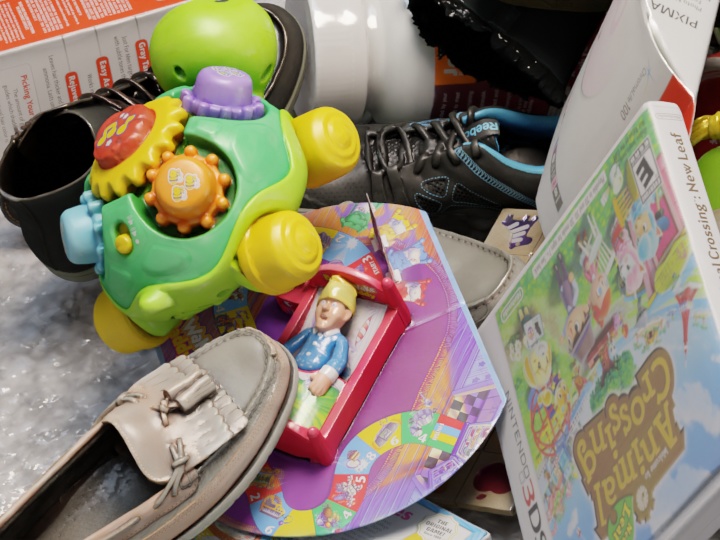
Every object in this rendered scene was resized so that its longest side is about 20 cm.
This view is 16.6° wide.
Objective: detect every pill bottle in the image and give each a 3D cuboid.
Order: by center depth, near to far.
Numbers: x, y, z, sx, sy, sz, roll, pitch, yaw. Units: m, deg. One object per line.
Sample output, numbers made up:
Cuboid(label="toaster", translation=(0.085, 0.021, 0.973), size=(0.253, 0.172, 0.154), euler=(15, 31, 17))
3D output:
Cuboid(label="pill bottle", translation=(0.061, -0.135, 1.454), size=(0.200, 0.110, 0.110), euler=(-5, 37, -13))

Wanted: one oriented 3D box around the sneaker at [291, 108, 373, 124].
Cuboid(label="sneaker", translation=(-0.003, -0.152, 1.530), size=(0.077, 0.089, 0.200), euler=(25, 49, 35))

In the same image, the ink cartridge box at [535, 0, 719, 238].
Cuboid(label="ink cartridge box", translation=(0.126, -0.061, 1.231), size=(0.057, 0.163, 0.200), euler=(24, 47, 1))

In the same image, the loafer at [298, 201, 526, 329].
Cuboid(label="loafer", translation=(0.000, 0.000, 1.320), size=(0.200, 0.070, 0.070), euler=(2, 48, 35))

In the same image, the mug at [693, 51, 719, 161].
Cuboid(label="mug", translation=(0.260, -0.065, 1.326), size=(0.200, 0.178, 0.134), euler=(-15, 66, -33))

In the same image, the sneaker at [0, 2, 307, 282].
Cuboid(label="sneaker", translation=(-0.109, -0.084, 1.357), size=(0.075, 0.106, 0.200), euler=(40, 80, 20))

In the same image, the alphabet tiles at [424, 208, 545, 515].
Cuboid(label="alphabet tiles", translation=(0.077, 0.043, 1.287), size=(0.166, 0.006, 0.200), euler=(5, 50, 35))

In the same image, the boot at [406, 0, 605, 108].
Cuboid(label="boot", translation=(0.136, -0.160, 1.381), size=(0.198, 0.073, 0.163), euler=(34, 69, 3))

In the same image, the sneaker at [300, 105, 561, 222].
Cuboid(label="sneaker", translation=(0.043, -0.065, 1.383), size=(0.199, 0.082, 0.073), euler=(-2, 60, -7))

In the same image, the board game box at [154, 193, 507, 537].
Cuboid(label="board game box", translation=(-0.024, 0.037, 1.231), size=(0.158, 0.039, 0.200), euler=(-23, 50, 2))

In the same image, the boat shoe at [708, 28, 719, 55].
Cuboid(label="boat shoe", translation=(0.232, -0.153, 1.504), size=(0.060, 0.072, 0.202), euler=(-21, 34, -13))

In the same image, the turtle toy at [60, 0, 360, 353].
Cuboid(label="turtle toy", translation=(-0.083, -0.056, 1.260), size=(0.146, 0.101, 0.200), euler=(-23, 35, 38))

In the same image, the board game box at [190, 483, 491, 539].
Cuboid(label="board game box", translation=(-0.053, 0.138, 1.215), size=(0.200, 0.034, 0.134), euler=(26, 49, 35))

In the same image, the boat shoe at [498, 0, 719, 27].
Cuboid(label="boat shoe", translation=(0.160, -0.172, 1.317), size=(0.200, 0.072, 0.066), euler=(5, 77, -1))

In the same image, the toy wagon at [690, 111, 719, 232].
Cuboid(label="toy wagon", translation=(0.201, 0.020, 1.202), size=(0.155, 0.200, 0.040), euler=(-16, -8, 15))

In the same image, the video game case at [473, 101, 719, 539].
Cuboid(label="video game case", translation=(0.116, 0.054, 1.125), size=(0.022, 0.200, 0.182), euler=(3, 56, -24))

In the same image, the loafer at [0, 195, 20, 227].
Cuboid(label="loafer", translation=(-0.116, -0.042, 1.428), size=(0.199, 0.073, 0.072), euler=(-4, 43, 7))

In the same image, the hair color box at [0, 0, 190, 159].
Cuboid(label="hair color box", translation=(-0.193, -0.112, 1.505), size=(0.200, 0.102, 0.061), euler=(-16, 39, -11))

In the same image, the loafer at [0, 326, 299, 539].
Cuboid(label="loafer", translation=(-0.112, 0.100, 1.172), size=(0.200, 0.063, 0.072), euler=(-46, 53, -6))
